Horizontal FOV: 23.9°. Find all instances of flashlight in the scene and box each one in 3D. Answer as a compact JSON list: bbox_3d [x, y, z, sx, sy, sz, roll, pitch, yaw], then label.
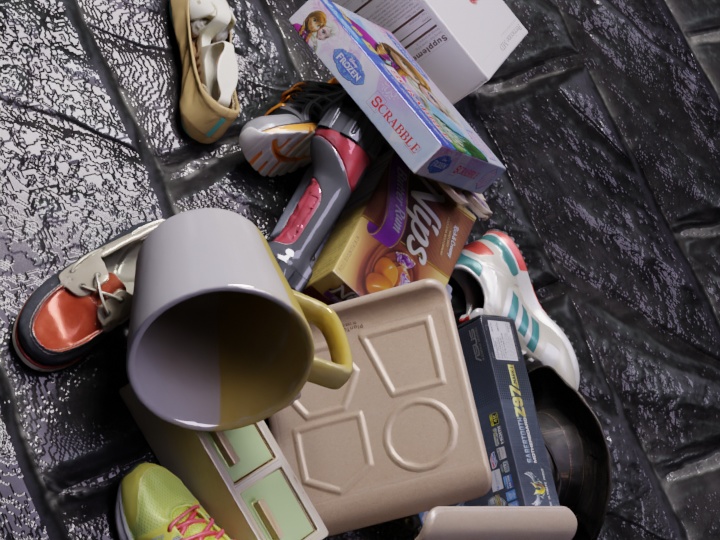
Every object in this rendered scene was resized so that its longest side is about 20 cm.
[{"bbox_3d":[-0.051,-0.061,1.594,0.068,0.068,0.200,44,72,-36],"label":"flashlight"}]

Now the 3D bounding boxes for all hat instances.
[{"bbox_3d":[0.157,0.194,1.619,0.081,0.201,0.201,-9,73,-25],"label":"hat"}]

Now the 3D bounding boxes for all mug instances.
[{"bbox_3d":[-0.114,0.039,1.404,0.187,0.149,0.153,54,11,-37],"label":"mug"}]

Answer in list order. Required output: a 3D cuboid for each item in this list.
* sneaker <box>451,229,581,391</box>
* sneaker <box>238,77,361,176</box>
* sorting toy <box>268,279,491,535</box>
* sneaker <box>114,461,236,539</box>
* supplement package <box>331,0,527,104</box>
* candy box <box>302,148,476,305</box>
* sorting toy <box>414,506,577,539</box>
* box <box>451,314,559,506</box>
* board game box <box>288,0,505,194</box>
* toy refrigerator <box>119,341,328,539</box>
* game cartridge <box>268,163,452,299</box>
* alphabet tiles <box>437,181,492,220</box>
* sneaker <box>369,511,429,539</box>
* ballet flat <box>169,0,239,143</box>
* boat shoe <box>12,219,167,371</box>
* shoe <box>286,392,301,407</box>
[{"bbox_3d":[0.151,0.061,1.779,0.093,0.070,0.200,-25,87,-30],"label":"sneaker"},{"bbox_3d":[-0.059,-0.149,1.691,0.200,0.078,0.077,-16,73,-55],"label":"sneaker"},{"bbox_3d":[0.010,0.125,1.527,0.036,0.185,0.200,50,26,-71],"label":"sorting toy"},{"bbox_3d":[-0.123,0.237,1.390,0.078,0.090,0.200,-34,90,-46],"label":"sneaker"},{"bbox_3d":[0.061,-0.282,1.841,0.200,0.120,0.121,50,42,-10],"label":"supplement package"},{"bbox_3d":[0.031,-0.017,1.657,0.117,0.056,0.200,43,45,-16],"label":"candy box"},{"bbox_3d":[0.079,0.284,1.481,0.185,0.200,0.037,7,38,-41],"label":"sorting toy"},{"bbox_3d":[0.097,0.161,1.590,0.051,0.158,0.200,7,63,-40],"label":"box"},{"bbox_3d":[0.040,-0.169,1.661,0.200,0.041,0.199,52,15,16],"label":"board game box"},{"bbox_3d":[-0.115,0.164,1.455,0.076,0.070,0.200,-28,88,-48],"label":"toy refrigerator"},{"bbox_3d":[0.000,0.000,1.684,0.200,0.040,0.133,43,41,-16],"label":"game cartridge"},{"bbox_3d":[0.061,-0.133,1.754,0.200,0.015,0.196,44,11,-15],"label":"alphabet tiles"},{"bbox_3d":[0.030,0.176,1.583,0.072,0.072,0.200,-12,77,-42],"label":"sneaker"},{"bbox_3d":[-0.143,-0.219,1.654,0.069,0.063,0.200,13,58,-38],"label":"ballet flat"},{"bbox_3d":[-0.217,0.016,1.450,0.071,0.063,0.200,55,44,-6],"label":"boat shoe"},{"bbox_3d":[-0.109,0.037,1.522,0.053,0.070,0.200,-17,75,-13],"label":"shoe"}]
